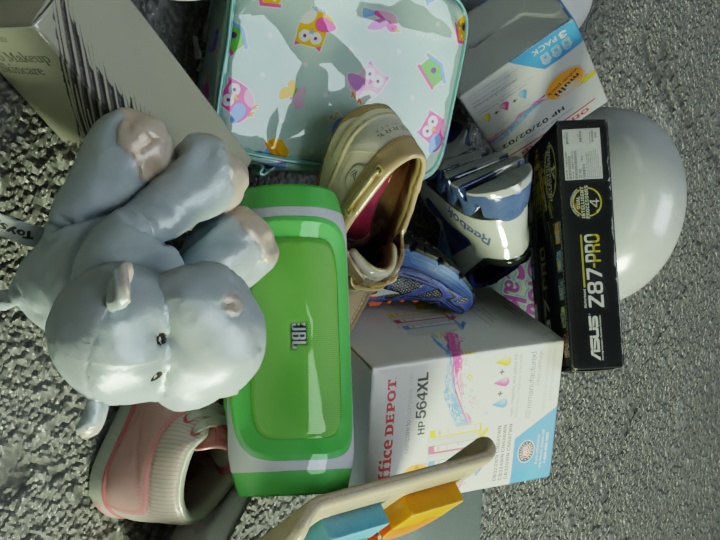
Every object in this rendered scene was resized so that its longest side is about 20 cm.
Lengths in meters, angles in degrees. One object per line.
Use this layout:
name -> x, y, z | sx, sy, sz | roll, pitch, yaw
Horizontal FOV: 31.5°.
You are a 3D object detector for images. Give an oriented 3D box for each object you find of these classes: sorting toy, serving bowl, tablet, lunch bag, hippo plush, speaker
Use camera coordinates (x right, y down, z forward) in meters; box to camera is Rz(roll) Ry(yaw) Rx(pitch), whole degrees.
sorting toy -> -0.016, 0.188, 0.888 | 0.199, 0.185, 0.037 | -12, 66, -45
serving bowl -> 0.219, -0.069, 1.263 | 0.066, 0.199, 0.202 | 12, 86, -45
tablet -> -0.102, 0.165, 0.927 | 0.014, 0.130, 0.201 | 35, 62, -13
lunch bag -> -0.027, -0.145, 0.948 | 0.198, 0.077, 0.162 | 7, 99, -23
hippo plush -> -0.129, -0.002, 0.726 | 0.198, 0.161, 0.161 | 7, 105, -20
speaker -> -0.049, 0.048, 0.856 | 0.088, 0.088, 0.202 | 10, 75, -54

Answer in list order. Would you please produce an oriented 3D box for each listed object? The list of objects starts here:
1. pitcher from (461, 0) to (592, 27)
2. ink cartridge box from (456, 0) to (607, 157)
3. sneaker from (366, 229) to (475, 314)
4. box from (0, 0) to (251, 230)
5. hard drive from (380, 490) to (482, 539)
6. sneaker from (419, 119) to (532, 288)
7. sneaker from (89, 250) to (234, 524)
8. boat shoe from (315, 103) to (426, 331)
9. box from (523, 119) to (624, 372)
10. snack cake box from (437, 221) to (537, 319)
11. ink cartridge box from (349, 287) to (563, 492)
pitcher -> 0.114, -0.234, 1.171 | 0.199, 0.121, 0.173 | -8, 123, -43
ink cartridge box -> 0.147, -0.166, 1.134 | 0.068, 0.115, 0.200 | 61, 10, 26
sneaker -> 0.000, 0.000, 1.030 | 0.198, 0.075, 0.079 | 18, 105, -15
box -> -0.159, -0.113, 0.826 | 0.200, 0.082, 0.069 | 52, 57, -43
hard drive -> 0.053, 0.237, 1.219 | 0.199, 0.033, 0.141 | -7, 102, -54
sneaker -> 0.087, -0.050, 1.092 | 0.080, 0.199, 0.116 | -19, 117, -14
sneaker -> -0.114, 0.085, 0.902 | 0.075, 0.104, 0.202 | 33, 69, -48
boat shoe -> -0.003, -0.018, 0.924 | 0.073, 0.069, 0.201 | -12, 132, -35
box -> 0.179, -0.015, 1.082 | 0.161, 0.049, 0.202 | 94, -7, -86
snack cake box -> 0.129, 0.006, 1.205 | 0.067, 0.114, 0.202 | 28, 72, -74
ink cartridge box -> 0.046, 0.103, 1.048 | 0.198, 0.125, 0.130 | -7, 112, -24
